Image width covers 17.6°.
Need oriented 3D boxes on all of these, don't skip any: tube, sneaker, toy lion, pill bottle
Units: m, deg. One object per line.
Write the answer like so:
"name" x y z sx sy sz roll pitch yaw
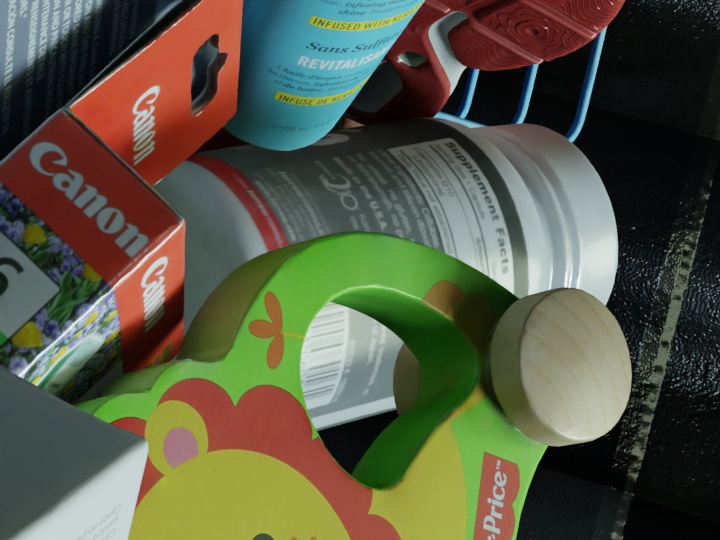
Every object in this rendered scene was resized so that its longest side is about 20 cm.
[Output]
"tube" 0.004 -0.101 0.669 0.050 0.077 0.200 64 -28 14
"sneaker" 0.045 -0.138 0.921 0.200 0.078 0.116 -21 -132 55
"toy lion" -0.019 0.080 0.652 0.069 0.191 0.201 -15 -121 48
"pill bottle" 0.000 0.000 0.920 0.200 0.114 0.114 -12 129 -41

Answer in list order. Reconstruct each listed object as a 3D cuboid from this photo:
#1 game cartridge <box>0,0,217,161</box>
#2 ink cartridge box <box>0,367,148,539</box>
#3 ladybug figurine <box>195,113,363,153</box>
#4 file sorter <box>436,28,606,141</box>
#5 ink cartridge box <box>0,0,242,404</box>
"game cartridge" -0.080 -0.087 0.619 0.133 0.041 0.200 -43 160 -34
"ink cartridge box" -0.132 0.129 0.506 0.146 0.085 0.200 -36 145 -56
"ladybug figurine" -0.026 -0.042 1.036 0.136 0.072 0.200 31 81 -52
"file sorter" 0.026 -0.146 1.258 0.200 0.122 0.139 14 -89 50
"ink cartridge box" -0.088 0.013 0.645 0.200 0.050 0.109 -44 169 -17
